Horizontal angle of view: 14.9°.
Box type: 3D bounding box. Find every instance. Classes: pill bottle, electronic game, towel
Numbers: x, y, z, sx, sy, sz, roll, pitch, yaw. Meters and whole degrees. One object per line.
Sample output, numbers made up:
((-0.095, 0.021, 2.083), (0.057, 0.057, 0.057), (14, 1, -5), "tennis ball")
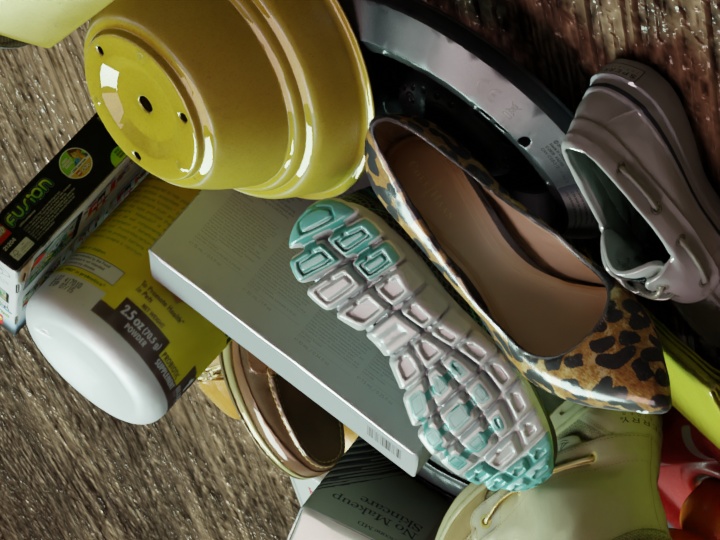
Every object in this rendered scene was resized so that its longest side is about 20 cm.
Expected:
((-0.105, -0.008, 1.698), (0.109, 0.200, 0.109), (35, 157, 17), "pill bottle")
((0.057, -0.085, 1.498), (0.200, 0.042, 0.200), (36, 165, 11), "electronic game")
((0.166, 0.048, 1.502), (0.086, 0.018, 0.200), (56, 176, -32), "towel")

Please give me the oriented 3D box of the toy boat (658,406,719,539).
((0.203, 0.144, 1.567), (0.131, 0.131, 0.200), (46, 158, -12), "toy boat")

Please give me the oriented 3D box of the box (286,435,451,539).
((0.019, 0.151, 1.740), (0.082, 0.200, 0.068), (25, 116, 8), "box")

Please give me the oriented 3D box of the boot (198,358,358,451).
((-0.036, 0.091, 1.911), (0.144, 0.071, 0.201), (-20, 105, 48), "boot")

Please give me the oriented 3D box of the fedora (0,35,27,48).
((-0.260, -0.228, 1.655), (0.200, 0.177, 0.090), (25, 126, -11), "fedora")

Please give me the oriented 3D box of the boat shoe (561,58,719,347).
((0.152, -0.019, 1.432), (0.074, 0.067, 0.200), (16, 147, 48), "boat shoe")

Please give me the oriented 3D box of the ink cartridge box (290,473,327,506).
((0.055, 0.189, 1.961), (0.200, 0.085, 0.146), (31, 155, 30), "ink cartridge box")

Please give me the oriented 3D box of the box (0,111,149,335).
((-0.160, -0.058, 1.697), (0.035, 0.200, 0.110), (38, 158, 8), "box")

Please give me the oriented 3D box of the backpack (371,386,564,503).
((0.056, 0.072, 1.680), (0.200, 0.154, 0.163), (53, 173, 24), "backpack")

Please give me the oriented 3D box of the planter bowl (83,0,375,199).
((-0.091, -0.108, 1.504), (0.200, 0.083, 0.201), (33, 142, 31), "planter bowl")

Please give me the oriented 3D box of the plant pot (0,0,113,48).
((-0.168, -0.230, 1.379), (0.176, 0.200, 0.200), (38, 147, -19), "plant pot")

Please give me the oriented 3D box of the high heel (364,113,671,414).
((0.077, -0.003, 1.434), (0.200, 0.071, 0.143), (44, 180, 43), "high heel")

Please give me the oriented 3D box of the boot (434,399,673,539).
((0.109, 0.175, 1.546), (0.073, 0.156, 0.200), (26, 125, -25), "boot")

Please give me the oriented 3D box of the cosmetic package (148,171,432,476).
((0.000, 0.000, 1.605), (0.200, 0.151, 0.052), (37, 164, 11), "cosmetic package")

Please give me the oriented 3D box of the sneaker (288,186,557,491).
((0.050, 0.030, 1.531), (0.078, 0.091, 0.200), (-33, 95, 32), "sneaker")

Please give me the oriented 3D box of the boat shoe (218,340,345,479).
((-0.051, 0.039, 1.799), (0.068, 0.072, 0.200), (-15, 92, 43), "boat shoe")
